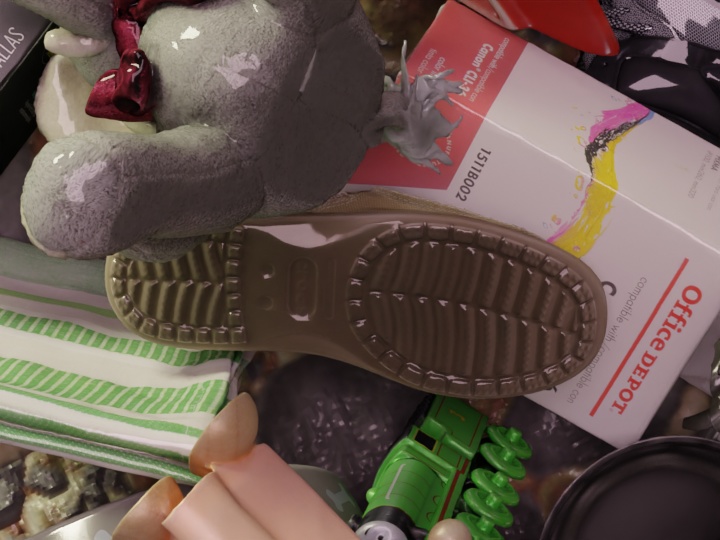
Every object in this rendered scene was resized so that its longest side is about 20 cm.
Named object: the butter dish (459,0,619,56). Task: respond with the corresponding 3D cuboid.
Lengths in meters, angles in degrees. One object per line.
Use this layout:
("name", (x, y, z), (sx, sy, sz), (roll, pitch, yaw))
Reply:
("butter dish", (0.039, -0.206, 1.096), (0.199, 0.200, 0.148), (35, 85, 29))

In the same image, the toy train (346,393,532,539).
("toy train", (0.031, 0.091, 1.095), (0.056, 0.200, 0.042), (33, 104, 1))

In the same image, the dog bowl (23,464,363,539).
("dog bowl", (-0.079, 0.139, 1.092), (0.199, 0.200, 0.059), (-21, 70, -3))

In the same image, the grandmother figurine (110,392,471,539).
("grandmother figurine", (0.004, 0.142, 0.959), (0.200, 0.061, 0.121), (41, 90, 11))

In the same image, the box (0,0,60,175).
("box", (-0.171, -0.144, 1.150), (0.148, 0.124, 0.200), (36, 86, 2))

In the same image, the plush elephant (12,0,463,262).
("plush elephant", (-0.070, -0.091, 1.030), (0.154, 0.200, 0.166), (25, 97, 35))

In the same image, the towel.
("towel", (-0.117, 0.028, 1.099), (0.151, 0.200, 0.024), (12, 107, 0))

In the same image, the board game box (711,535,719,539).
("board game box", (0.228, 0.121, 1.179), (0.199, 0.030, 0.096), (-28, 86, -1))

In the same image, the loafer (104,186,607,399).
("loafer", (0.000, 0.000, 1.101), (0.199, 0.068, 0.076), (9, 110, -1))

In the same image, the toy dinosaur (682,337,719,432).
("toy dinosaur", (0.196, 0.064, 1.045), (0.199, 0.136, 0.103), (-21, 115, -23))

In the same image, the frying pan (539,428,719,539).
("frying pan", (0.129, 0.085, 1.132), (0.114, 0.031, 0.191), (1, 102, -5))

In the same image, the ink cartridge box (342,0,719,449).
("ink cartridge box", (0.092, -0.007, 1.139), (0.199, 0.068, 0.117), (29, 129, 2))

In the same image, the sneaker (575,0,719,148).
("sneaker", (0.109, -0.121, 1.175), (0.200, 0.075, 0.114), (44, 86, 4))
